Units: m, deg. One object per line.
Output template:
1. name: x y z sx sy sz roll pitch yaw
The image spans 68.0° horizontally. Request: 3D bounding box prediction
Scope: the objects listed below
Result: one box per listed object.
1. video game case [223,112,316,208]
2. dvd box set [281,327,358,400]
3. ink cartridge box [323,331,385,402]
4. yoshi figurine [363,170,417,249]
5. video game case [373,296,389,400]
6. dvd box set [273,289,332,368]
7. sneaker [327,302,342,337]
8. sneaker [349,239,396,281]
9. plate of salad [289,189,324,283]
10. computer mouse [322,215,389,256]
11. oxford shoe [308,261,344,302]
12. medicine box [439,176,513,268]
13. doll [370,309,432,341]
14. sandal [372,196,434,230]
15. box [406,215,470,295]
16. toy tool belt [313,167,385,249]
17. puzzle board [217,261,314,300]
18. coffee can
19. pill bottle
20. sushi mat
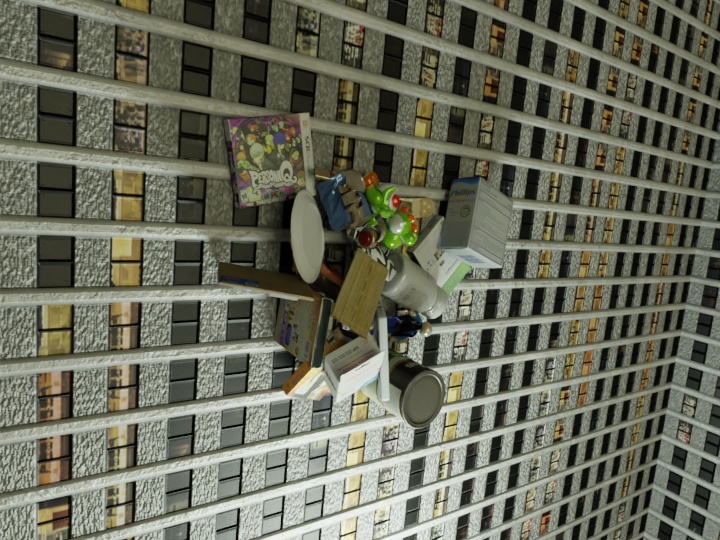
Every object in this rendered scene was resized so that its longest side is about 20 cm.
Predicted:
1. video game case: -0.193 -0.244 1.170 0.195 0.035 0.188 -14 108 -32
2. dvd box set: -0.077 0.227 1.273 0.200 0.030 0.145 -46 148 9
3. ink cartridge box: -0.017 0.207 1.166 0.113 0.069 0.202 -27 158 -18
4. yoshi figurine: 0.054 -0.133 1.303 0.112 0.112 0.202 -39 93 -19
5. video game case: 0.047 0.171 1.271 0.022 0.183 0.208 -3 108 -3
6. dvd box set: -0.132 0.113 1.189 0.029 0.198 0.152 6 96 -33
7. sneaker: -0.103 0.130 1.298 0.076 0.113 0.204 -43 157 -44
8. sneaker: 0.000 0.000 1.263 0.199 0.078 0.132 -43 106 -38
9. plate of salad: -0.125 -0.075 1.190 0.199 0.046 0.208 -4 90 -74
10. computer mouse: -0.004 -0.095 1.334 0.200 0.043 0.111 44 72 -29
11. oxford shoe: -0.049 0.059 1.329 0.073 0.072 0.199 -47 120 6
12. medicine box: 0.329 -0.131 1.499 0.179 0.101 0.207 21 77 -41
13. doll: 0.103 0.152 1.427 0.193 0.050 0.138 3 138 -21
14. sandal: 0.127 -0.152 1.396 0.206 0.069 0.081 -17 109 -31
15. box: 0.225 -0.030 1.515 0.145 0.036 0.202 -46 121 -18
16. toy tool belt: -0.037 -0.139 1.202 0.121 0.123 0.205 -4 65 -57
17. puzzle board: -0.202 0.025 1.119 0.193 0.151 0.018 11 103 -17
18. coffee can: 0.105 0.300 1.397 0.142 0.198 0.152 -8 105 -33
19. pill bottle: 0.141 0.048 1.422 0.198 0.113 0.117 32 82 -35
20. sushi mat: 0.002 0.047 1.171 0.095 0.012 0.204 37 49 -18
